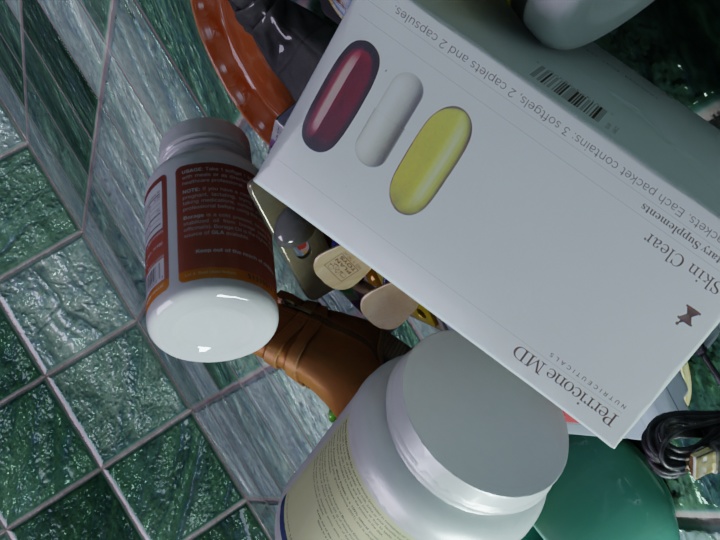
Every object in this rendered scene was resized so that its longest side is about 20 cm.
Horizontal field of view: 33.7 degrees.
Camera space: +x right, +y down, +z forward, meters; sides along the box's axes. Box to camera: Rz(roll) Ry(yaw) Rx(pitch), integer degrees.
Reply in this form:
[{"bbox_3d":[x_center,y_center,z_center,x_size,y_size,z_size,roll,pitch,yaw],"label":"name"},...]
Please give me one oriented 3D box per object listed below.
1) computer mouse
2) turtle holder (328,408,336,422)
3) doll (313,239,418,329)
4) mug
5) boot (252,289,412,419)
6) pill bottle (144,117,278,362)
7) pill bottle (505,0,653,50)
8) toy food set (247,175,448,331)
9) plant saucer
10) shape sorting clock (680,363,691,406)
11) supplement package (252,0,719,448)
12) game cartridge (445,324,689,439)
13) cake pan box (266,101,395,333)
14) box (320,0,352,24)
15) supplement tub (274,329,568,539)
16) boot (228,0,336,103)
[{"bbox_3d":[0.168,0.017,0.674,0.201,0.109,0.044,64,157,11],"label":"computer mouse"},{"bbox_3d":[0.034,0.217,1.262,0.186,0.130,0.142,81,-165,-53],"label":"turtle holder"},{"bbox_3d":[0.027,-0.054,0.818,0.136,0.201,0.048,40,128,-12],"label":"doll"},{"bbox_3d":[0.162,0.176,0.901,0.152,0.114,0.186,17,135,65],"label":"mug"},{"bbox_3d":[-0.032,0.085,1.028,0.154,0.200,0.077,27,119,3],"label":"boot"},{"bbox_3d":[-0.132,-0.031,1.036,0.113,0.111,0.201,85,178,-55],"label":"pill bottle"},{"bbox_3d":[0.068,-0.208,0.529,0.201,0.112,0.113,55,162,12],"label":"pill bottle"},{"bbox_3d":[0.000,0.000,0.959,0.199,0.060,0.144,25,150,45],"label":"toy food set"},{"bbox_3d":[-0.093,-0.198,1.106,0.201,0.032,0.201,49,161,24],"label":"plant saucer"},{"bbox_3d":[0.148,0.025,0.815,0.200,0.039,0.201,50,160,25],"label":"shape sorting clock"},{"bbox_3d":[0.080,-0.044,0.559,0.199,0.156,0.111,36,115,7],"label":"supplement package"},{"bbox_3d":[0.123,0.046,0.796,0.134,0.041,0.200,64,155,-8],"label":"game cartridge"},{"bbox_3d":[-0.006,-0.045,1.048,0.184,0.052,0.200,44,159,5],"label":"cake pan box"},{"bbox_3d":[0.030,-0.202,0.750,0.200,0.044,0.161,43,156,40],"label":"box"},{"bbox_3d":[0.038,0.148,0.814,0.145,0.144,0.200,52,136,18],"label":"supplement tub"},{"bbox_3d":[-0.058,-0.180,0.894,0.132,0.070,0.200,49,175,-26],"label":"boot"}]
